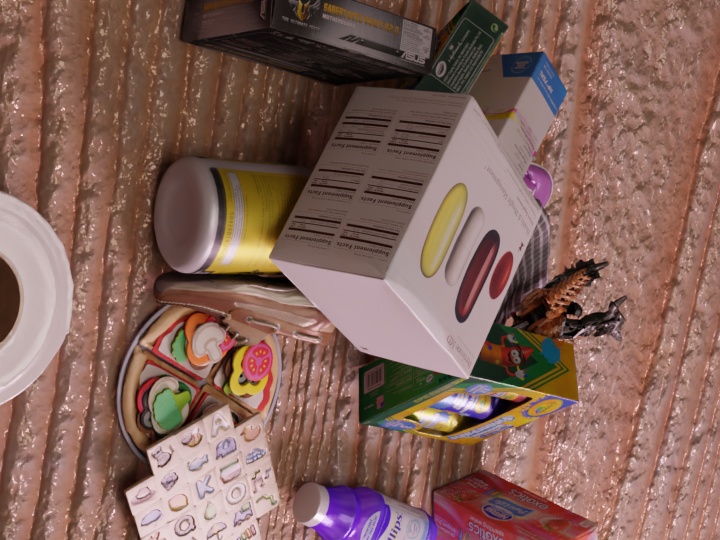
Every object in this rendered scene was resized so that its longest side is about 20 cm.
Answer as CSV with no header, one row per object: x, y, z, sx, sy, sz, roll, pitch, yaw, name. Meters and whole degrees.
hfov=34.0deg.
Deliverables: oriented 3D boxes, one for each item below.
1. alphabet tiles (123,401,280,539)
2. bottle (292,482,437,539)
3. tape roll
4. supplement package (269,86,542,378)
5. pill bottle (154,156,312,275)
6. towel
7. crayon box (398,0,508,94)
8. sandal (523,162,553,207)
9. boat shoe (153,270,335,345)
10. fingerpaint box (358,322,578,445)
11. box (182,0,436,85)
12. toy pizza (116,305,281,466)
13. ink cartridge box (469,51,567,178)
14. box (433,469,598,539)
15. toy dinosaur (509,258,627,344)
-0.163,0.240,1.250,0.165,0.006,0.202,-28,128,-27,alphabet tiles
0.005,0.299,1.385,0.199,0.065,0.085,31,81,-39,bottle
-0.354,0.022,1.025,0.200,0.070,0.206,-11,107,-36,tape roll
0.051,-0.038,1.152,0.191,0.146,0.202,47,62,-46,supplement package
-0.098,-0.052,1.181,0.198,0.111,0.114,2,101,-38,pill bottle
0.146,0.015,1.360,0.166,0.085,0.201,-49,157,-17,towel
0.077,-0.197,1.260,0.051,0.200,0.127,33,78,-7,crayon box
0.168,-0.090,1.423,0.200,0.050,0.084,-4,105,-37,sandal
-0.112,0.041,1.188,0.197,0.076,0.073,7,99,-16,boat shoe
0.118,0.130,1.326,0.165,0.199,0.074,15,61,-31,fingerpaint box
-0.049,-0.229,1.143,0.198,0.157,0.049,9,89,-39,box
-0.160,0.121,1.229,0.198,0.032,0.204,-11,109,-36,toy pizza
0.135,-0.148,1.318,0.067,0.115,0.201,50,59,-36,ink cartridge box
0.188,0.338,1.454,0.094,0.199,0.104,-15,112,-36,box
0.227,0.052,1.340,0.134,0.200,0.104,-18,90,-16,toy dinosaur
